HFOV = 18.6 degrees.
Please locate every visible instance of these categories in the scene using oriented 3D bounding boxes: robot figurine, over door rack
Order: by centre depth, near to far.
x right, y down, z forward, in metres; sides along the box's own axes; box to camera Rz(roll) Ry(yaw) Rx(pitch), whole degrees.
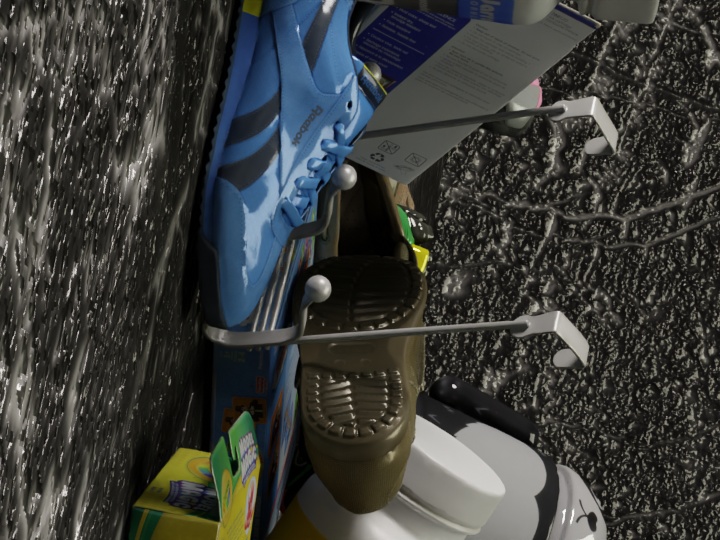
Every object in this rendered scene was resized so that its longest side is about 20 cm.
[{"bbox_3d":[0.024,-0.031,1.124,0.067,0.199,0.149,67,30,-53],"label":"over door rack"},{"bbox_3d":[0.056,0.151,1.352,0.151,0.199,0.125,-63,-165,1],"label":"robot figurine"}]

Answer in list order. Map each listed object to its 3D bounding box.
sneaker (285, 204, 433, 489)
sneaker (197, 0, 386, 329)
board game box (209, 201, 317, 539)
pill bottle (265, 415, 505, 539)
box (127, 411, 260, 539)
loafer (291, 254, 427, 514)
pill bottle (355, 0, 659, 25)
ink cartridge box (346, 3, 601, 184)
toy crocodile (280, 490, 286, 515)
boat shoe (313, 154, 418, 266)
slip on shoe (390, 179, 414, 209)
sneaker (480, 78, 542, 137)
[{"bbox_3d":[-0.031,0.044,1.413,0.078,0.085,0.201,22,-88,54],"label":"sneaker"},{"bbox_3d":[-0.032,-0.066,1.085,0.066,0.078,0.201,88,13,-75],"label":"sneaker"},{"bbox_3d":[-0.057,0.065,1.266,0.152,0.036,0.201,-76,174,-50],"label":"board game box"},{"bbox_3d":[-0.007,0.180,1.223,0.201,0.111,0.111,-56,179,9],"label":"pill bottle"},{"bbox_3d":[-0.087,0.171,1.052,0.117,0.048,0.201,-52,153,-80],"label":"box"},{"bbox_3d":[-0.003,0.056,1.170,0.200,0.075,0.068,-78,171,-61],"label":"loafer"},{"bbox_3d":[0.037,-0.169,0.965,0.114,0.199,0.115,9,90,-85],"label":"pill bottle"},{"bbox_3d":[0.036,-0.118,1.174,0.200,0.099,0.039,-36,-144,52],"label":"ink cartridge box"},{"bbox_3d":[-0.037,0.155,1.578,0.068,0.061,0.200,56,-16,28],"label":"toy crocodile"},{"bbox_3d":[0.000,0.000,1.326,0.072,0.065,0.201,-30,126,-26],"label":"boat shoe"},{"bbox_3d":[0.006,-0.050,1.477,0.060,0.076,0.201,-17,131,-36],"label":"slip on shoe"},{"bbox_3d":[0.029,-0.105,1.315,0.200,0.079,0.096,32,-77,49],"label":"sneaker"}]
